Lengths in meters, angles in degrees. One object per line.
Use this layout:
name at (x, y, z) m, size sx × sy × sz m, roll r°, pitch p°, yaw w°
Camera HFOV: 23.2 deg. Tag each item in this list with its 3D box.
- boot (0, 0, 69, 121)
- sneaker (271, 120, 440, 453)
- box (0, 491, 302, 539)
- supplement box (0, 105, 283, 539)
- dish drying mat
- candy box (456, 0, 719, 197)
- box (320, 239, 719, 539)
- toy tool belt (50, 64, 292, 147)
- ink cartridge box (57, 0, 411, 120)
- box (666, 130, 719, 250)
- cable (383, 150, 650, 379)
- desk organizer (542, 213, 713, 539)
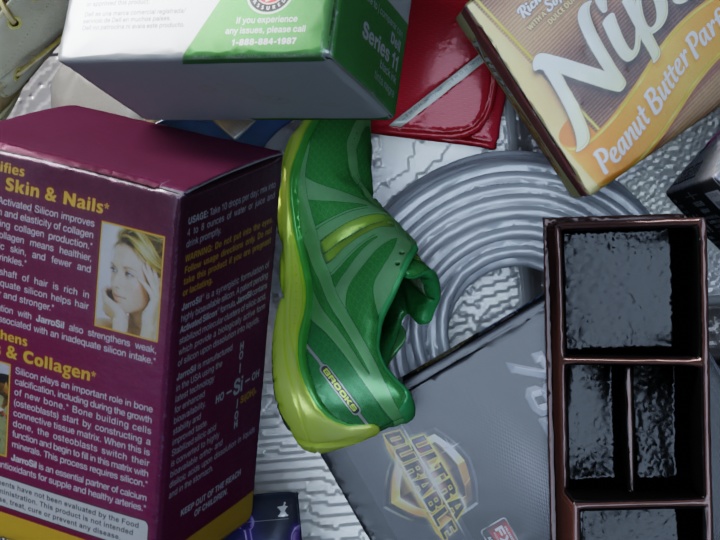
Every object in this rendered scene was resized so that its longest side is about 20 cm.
boot at (-0.183, -0.151, 0.901) m, size 0.072 × 0.155 × 0.200 m, roll 40°, pitch 64°, yaw 2°
sneaker at (0.000, 0.000, 0.897) m, size 0.083 × 0.074 × 0.202 m, roll -5°, pitch 60°, yaw 8°
box at (-0.126, 0.199, 0.944) m, size 0.198 × 0.079 × 0.143 m, roll -5°, pitch 75°, yaw -5°
supplement box at (-0.123, 0.033, 0.865) m, size 0.130 × 0.103 × 0.202 m, roll 15°, pitch 110°, yaw 23°
dish drying mat at (0.053, -0.172, 0.983) m, size 0.076 × 0.018 × 0.202 m, roll 7°, pitch 91°, yaw 4°
candy box at (0.162, -0.140, 0.897) m, size 0.199 × 0.055 × 0.116 m, roll -34°, pitch 91°, yaw 0°
box at (0.109, 0.119, 0.899) m, size 0.197 × 0.050 × 0.201 m, roll -29°, pitch 92°, yaw 4°
toy tool belt at (-0.061, -0.106, 0.934) m, size 0.123 × 0.125 × 0.200 m, roll 41°, pitch 92°, yaw 28°
ink cartridge box at (-0.047, -0.179, 0.831) m, size 0.145 × 0.083 × 0.202 m, roll 3°, pitch 76°, yaw 26°
box at (0.244, -0.040, 0.876) m, size 0.132 × 0.200 × 0.115 m, roll 45°, pitch 92°, yaw 3°
cable at (0.083, 0.034, 0.956) m, size 0.198 × 0.069 × 0.202 m, roll 15°, pitch 91°, yaw 5°
desk organizer at (0.128, 0.074, 0.834) m, size 0.071 × 0.077 × 0.202 m, roll -2°, pitch 91°, yaw 1°
